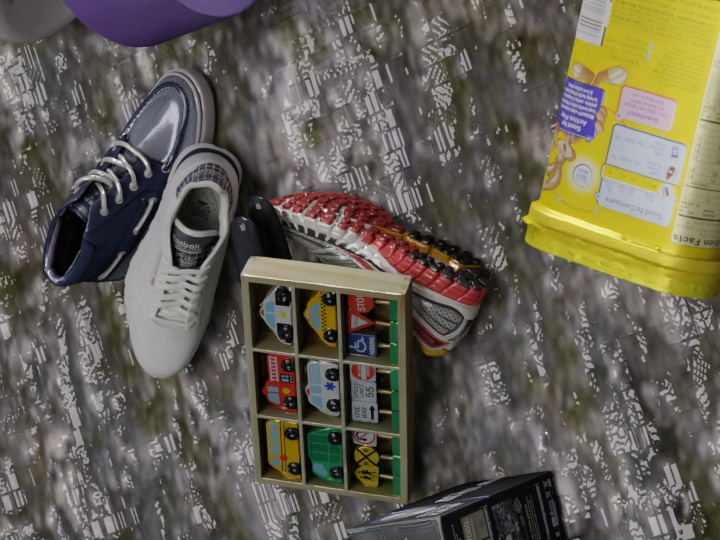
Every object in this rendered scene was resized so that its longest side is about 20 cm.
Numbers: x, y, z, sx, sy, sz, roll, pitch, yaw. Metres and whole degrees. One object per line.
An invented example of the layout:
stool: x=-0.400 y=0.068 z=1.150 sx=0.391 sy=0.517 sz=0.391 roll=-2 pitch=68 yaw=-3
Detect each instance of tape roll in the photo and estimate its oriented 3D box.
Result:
tape roll: x=-0.159 y=-0.276 z=1.604 sx=0.085 sy=0.200 sz=0.201 roll=-15 pitch=89 yaw=34

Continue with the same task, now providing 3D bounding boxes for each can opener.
can opener: x=-0.067 y=0.032 z=1.628 sx=0.078 sy=0.064 sz=0.200 roll=5 pitch=136 yaw=18

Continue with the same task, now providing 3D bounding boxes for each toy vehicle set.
toy vehicle set: x=-0.022 y=0.085 z=1.601 sx=0.124 sy=0.027 sz=0.201 roll=6 pitch=126 yaw=12

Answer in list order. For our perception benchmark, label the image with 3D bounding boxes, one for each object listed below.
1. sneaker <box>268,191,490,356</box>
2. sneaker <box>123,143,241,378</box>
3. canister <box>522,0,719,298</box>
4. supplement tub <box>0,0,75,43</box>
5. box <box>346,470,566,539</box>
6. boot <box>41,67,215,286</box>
sneaker: x=0.000 y=0.000 z=1.612 sx=0.200 sy=0.078 sz=0.082 roll=30 pitch=115 yaw=28
sneaker: x=-0.145 y=0.000 z=1.697 sx=0.076 sy=0.081 sz=0.201 roll=10 pitch=110 yaw=-10
canister: x=0.204 y=-0.099 z=1.452 sx=0.148 sy=0.086 sz=0.201 roll=20 pitch=107 yaw=31
supplement tub: x=-0.320 y=-0.292 z=1.746 sx=0.200 sy=0.145 sz=0.146 roll=34 pitch=115 yaw=25
box: x=0.087 y=0.262 z=1.539 sx=0.086 sy=0.164 sz=0.201 roll=-13 pitch=90 yaw=35
boot: x=-0.189 y=-0.071 z=1.723 sx=0.073 sy=0.090 sz=0.201 roll=35 pitch=115 yaw=25
